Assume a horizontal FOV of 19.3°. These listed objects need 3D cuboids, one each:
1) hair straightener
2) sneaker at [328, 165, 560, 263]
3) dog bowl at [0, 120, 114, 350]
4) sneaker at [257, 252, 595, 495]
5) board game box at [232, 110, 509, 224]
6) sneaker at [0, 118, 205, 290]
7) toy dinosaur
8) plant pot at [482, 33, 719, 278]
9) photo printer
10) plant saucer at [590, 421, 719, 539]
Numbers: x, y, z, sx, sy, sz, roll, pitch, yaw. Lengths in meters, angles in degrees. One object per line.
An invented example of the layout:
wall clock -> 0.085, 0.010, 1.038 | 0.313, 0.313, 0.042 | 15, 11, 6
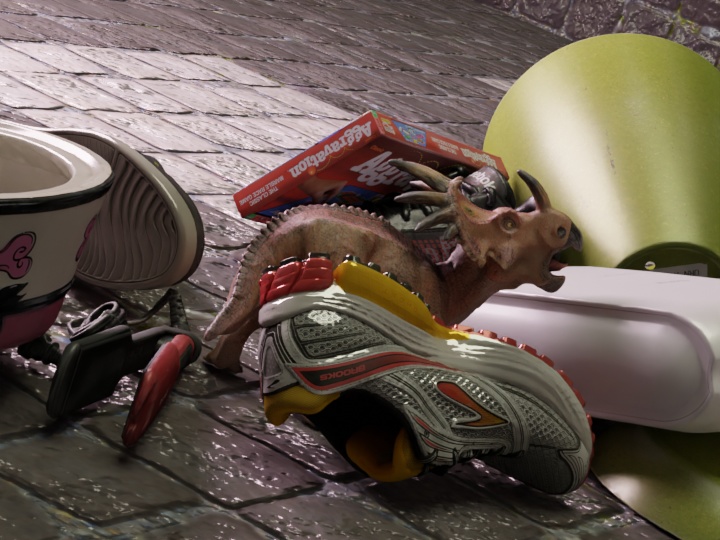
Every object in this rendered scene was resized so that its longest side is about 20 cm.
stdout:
hair straightener -> -0.116, 0.031, 0.975 | 0.076, 0.041, 0.200 | 19, 13, 1
sneaker -> 0.041, -0.023, 1.284 | 0.199, 0.099, 0.071 | 10, 17, -27
dog bowl -> -0.210, -0.021, 0.926 | 0.198, 0.075, 0.200 | 9, 13, -2
sneaker -> 0.027, 0.068, 0.983 | 0.199, 0.083, 0.078 | 26, -31, -32
board game box -> 0.011, -0.052, 1.314 | 0.200, 0.102, 0.020 | 11, 51, -64
sneaker -> -0.124, -0.038, 1.147 | 0.106, 0.076, 0.199 | 7, 13, -44
toy dinosaur -> 0.000, 0.000, 1.051 | 0.199, 0.137, 0.086 | 8, 17, -37
plant pot -> 0.180, -0.027, 1.376 | 0.185, 0.188, 0.201 | 16, 28, -12
photo printer -> 0.156, 0.040, 1.128 | 0.199, 0.070, 0.166 | 7, 7, 42
plant saucer -> 0.217, 0.117, 1.112 | 0.198, 0.031, 0.200 | 18, 14, -5
